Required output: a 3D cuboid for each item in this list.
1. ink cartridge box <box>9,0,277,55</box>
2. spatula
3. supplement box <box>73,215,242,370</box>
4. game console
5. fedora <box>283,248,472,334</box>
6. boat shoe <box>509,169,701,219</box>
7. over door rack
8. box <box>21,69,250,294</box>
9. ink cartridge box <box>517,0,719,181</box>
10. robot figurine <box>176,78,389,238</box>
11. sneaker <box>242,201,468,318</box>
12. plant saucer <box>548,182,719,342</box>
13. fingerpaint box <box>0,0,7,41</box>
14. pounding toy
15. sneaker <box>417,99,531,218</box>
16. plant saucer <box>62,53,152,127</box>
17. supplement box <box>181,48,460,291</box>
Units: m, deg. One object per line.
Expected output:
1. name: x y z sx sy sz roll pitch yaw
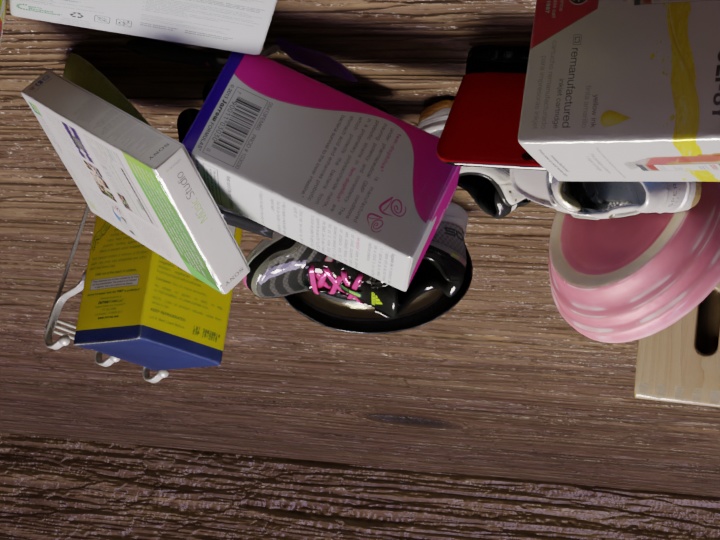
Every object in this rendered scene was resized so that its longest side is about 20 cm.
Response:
1. ink cartridge box: -0.156 -0.221 1.446 0.196 0.043 0.200 9 164 -7
2. spatula: -0.101 -0.176 1.632 0.200 0.021 0.057 5 167 18
3. supplement box: -0.196 -0.011 1.974 0.109 0.200 0.109 -6 159 45
4. game console: 0.178 -0.106 1.541 0.200 0.119 0.172 5 165 18
5. fedora: 0.013 -0.027 1.953 0.200 0.201 0.092 7 134 5
6. boat shoe: 0.179 -0.076 1.591 0.069 0.071 0.200 -15 -168 -35
7. over door rack: -0.239 0.001 2.054 0.067 0.200 0.148 -5 159 43
8. box: -0.183 -0.073 1.614 0.200 0.036 0.144 32 156 44
9. ink cartridge box: 0.219 -0.139 1.330 0.200 0.145 0.083 1 162 28
10. robot figurine: -0.059 -0.094 1.717 0.200 0.125 0.150 19 173 -34
11. sneaker: 0.000 0.000 1.685 0.200 0.088 0.074 -11 147 -3
12. plant saucer: 0.227 -0.039 1.628 0.051 0.201 0.200 36 153 -32
13. fingerpaint box: -0.297 -0.182 1.427 0.073 0.167 0.200 9 167 -8
14. pounding toy: 0.344 0.028 1.897 0.142 0.200 0.184 6 180 11
15. sneaker: 0.139 -0.082 1.727 0.200 0.088 0.076 11 164 -16
16. plant saucer: -0.198 -0.101 1.726 0.200 0.031 0.200 47 169 12
17. supplement box: -0.030 -0.079 1.573 0.200 0.101 0.103 26 164 7
